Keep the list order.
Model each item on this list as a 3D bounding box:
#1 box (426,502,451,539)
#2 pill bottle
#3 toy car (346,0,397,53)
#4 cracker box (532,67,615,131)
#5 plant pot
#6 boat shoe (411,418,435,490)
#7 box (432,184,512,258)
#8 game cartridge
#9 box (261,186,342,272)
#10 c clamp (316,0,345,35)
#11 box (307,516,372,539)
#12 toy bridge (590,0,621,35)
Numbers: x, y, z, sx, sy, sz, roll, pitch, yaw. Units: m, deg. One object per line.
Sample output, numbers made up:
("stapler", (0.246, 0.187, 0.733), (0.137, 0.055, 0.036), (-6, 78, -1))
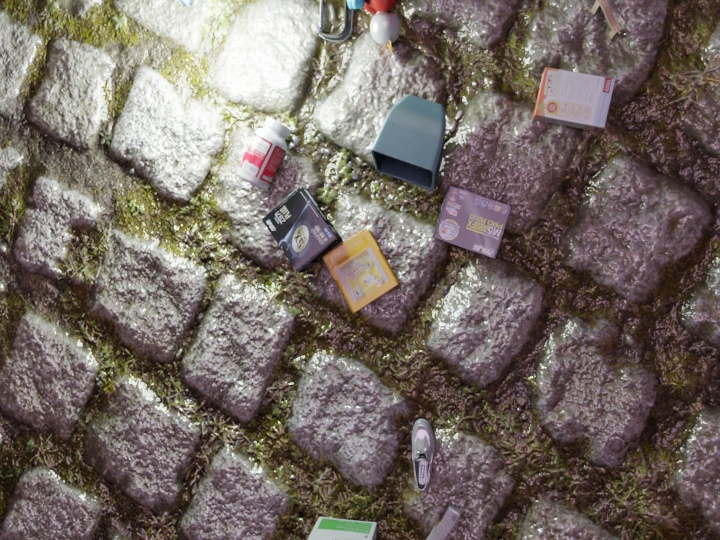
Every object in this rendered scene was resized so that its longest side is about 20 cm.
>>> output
("box", (0.234, 0.799, 1.630), (0.041, 0.039, 0.203), (31, 96, 10))
("pill bottle", (-0.295, -0.362, 1.671), (0.110, 0.112, 0.204), (29, 95, 8))
("toy car", (0.066, -0.750, 1.602), (0.179, 0.178, 0.205), (-14, 117, -3))
("cracker box", (0.604, -0.485, 1.536), (0.194, 0.058, 0.138), (14, 94, 11))
("plant pot", (0.158, -0.379, 1.556), (0.191, 0.196, 0.205), (20, 86, 9))
("boat shoe", (0.191, 0.554, 1.620), (0.071, 0.067, 0.207), (-5, 90, 10))
("box", (0.329, -0.143, 1.596), (0.195, 0.044, 0.165), (20, 94, 9))
("game cartridge", (0.000, 0.000, 1.665), (0.174, 0.032, 0.203), (-32, 86, 9))
("box", (-0.179, -0.126, 1.667), (0.162, 0.086, 0.202), (-37, 85, 9))
("c clamp", (-0.098, -0.807, 1.677), (0.165, 0.027, 0.207), (-3, 89, 5))
("box", (-0.056, 0.879, 1.616), (0.192, 0.171, 0.207), (1, 91, 10))
("toy bridge", (0.668, -0.744, 1.516), (0.027, 0.067, 0.202), (-36, 84, 8))
